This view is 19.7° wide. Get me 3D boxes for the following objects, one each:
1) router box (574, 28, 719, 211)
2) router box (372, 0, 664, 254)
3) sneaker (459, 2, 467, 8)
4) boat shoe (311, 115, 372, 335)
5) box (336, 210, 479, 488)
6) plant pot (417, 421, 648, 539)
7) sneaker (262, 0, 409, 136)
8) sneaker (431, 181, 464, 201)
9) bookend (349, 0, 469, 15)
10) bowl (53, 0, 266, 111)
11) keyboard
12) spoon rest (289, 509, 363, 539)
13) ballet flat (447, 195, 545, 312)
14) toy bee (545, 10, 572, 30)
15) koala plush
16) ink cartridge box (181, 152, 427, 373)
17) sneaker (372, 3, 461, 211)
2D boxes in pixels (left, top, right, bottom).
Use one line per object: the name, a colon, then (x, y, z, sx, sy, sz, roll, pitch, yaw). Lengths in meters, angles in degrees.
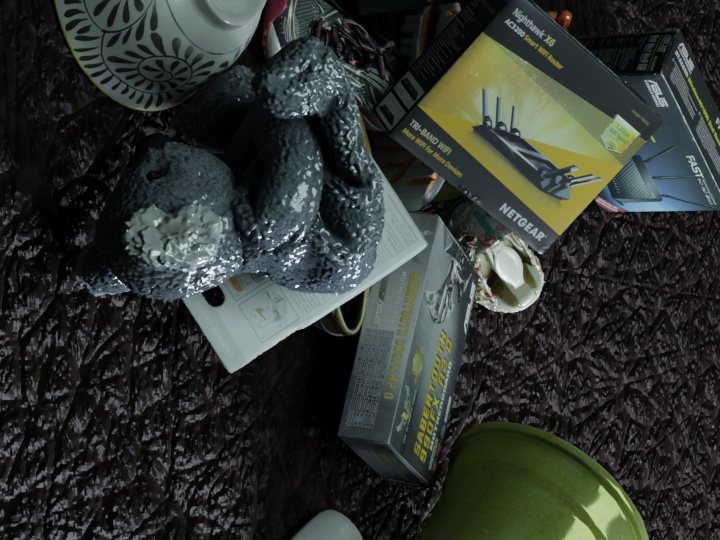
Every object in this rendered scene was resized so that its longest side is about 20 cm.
router box: (0.277, -0.144, 2.059, 0.200, 0.149, 0.062, 55, 48, -37)
router box: (0.133, -0.129, 1.737, 0.199, 0.052, 0.157, 35, 103, -33)
sneaker: (0.116, -0.275, 1.905, 0.078, 0.070, 0.202, -44, 125, -54)
boat shoe: (-0.012, -0.046, 1.689, 0.071, 0.076, 0.202, -9, 101, -20)
box: (0.044, 0.069, 1.768, 0.158, 0.048, 0.202, 53, 48, -65)
plant pot: (0.115, 0.263, 1.759, 0.184, 0.199, 0.201, -46, 126, -37)
sneaker: (-0.010, -0.179, 1.722, 0.200, 0.074, 0.081, 33, 64, -48)
sneaker: (0.122, -0.088, 1.909, 0.199, 0.078, 0.091, -25, 124, -45)
bookend: (0.079, -0.325, 1.738, 0.092, 0.197, 0.202, -120, -158, -81)
bowl: (-0.129, -0.222, 1.541, 0.200, 0.094, 0.203, 4, 85, -54)
keyboard: (0.000, 0.000, 1.762, 0.104, 0.039, 0.202, -23, 109, -52)
spoon rest: (-0.047, 0.255, 1.688, 0.200, 0.060, 0.100, -13, 101, -67)
ballet flat: (0.130, 0.000, 1.894, 0.076, 0.064, 0.200, -41, 147, 1)
toy bee: (0.148, -0.180, 1.811, 0.130, 0.109, 0.201, -33, 92, -23)
koala plush: (-0.101, -0.041, 1.478, 0.199, 0.177, 0.185, -26, 96, -29)
ink cartridge box: (-0.070, -0.034, 1.602, 0.199, 0.057, 0.163, -33, 89, -21)
sneaker: (0.069, -0.141, 1.833, 0.077, 0.078, 0.202, 42, 56, -53)
